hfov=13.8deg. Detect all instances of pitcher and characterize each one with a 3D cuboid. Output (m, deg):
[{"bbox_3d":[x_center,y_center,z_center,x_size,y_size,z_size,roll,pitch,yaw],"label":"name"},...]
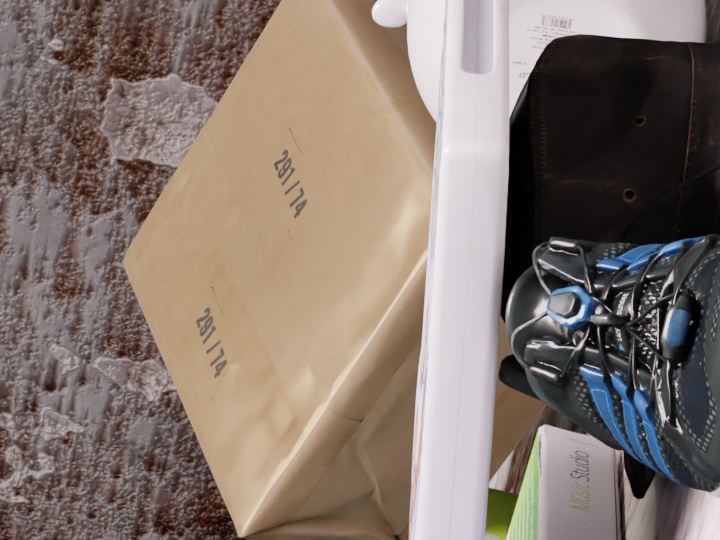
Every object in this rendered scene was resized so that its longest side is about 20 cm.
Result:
[{"bbox_3d":[0.058,-0.114,1.246,0.200,0.171,0.122,-77,-12,-67],"label":"pitcher"}]

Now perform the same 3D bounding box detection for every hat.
[{"bbox_3d":[0.087,-0.027,1.031,0.201,0.081,0.201,-166,90,-90],"label":"hat"}]

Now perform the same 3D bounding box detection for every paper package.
[{"bbox_3d":[0.000,0.000,1.313,0.191,0.103,0.200,-56,39,23],"label":"paper package"}]

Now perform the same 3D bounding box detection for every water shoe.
[{"bbox_3d":[0.079,0.025,0.847,0.200,0.079,0.072,114,170,-82],"label":"water shoe"}]

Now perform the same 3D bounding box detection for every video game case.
[{"bbox_3d":[0.032,0.005,0.978,0.182,0.024,0.201,-86,-1,-59],"label":"video game case"}]

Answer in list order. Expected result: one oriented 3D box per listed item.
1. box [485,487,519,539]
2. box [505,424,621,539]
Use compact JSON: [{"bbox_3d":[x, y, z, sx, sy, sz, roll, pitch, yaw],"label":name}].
[{"bbox_3d":[0.044,0.189,1.323,0.122,0.048,0.201,-81,4,-71],"label":"box"},{"bbox_3d":[0.058,0.178,1.136,0.144,0.036,0.201,-80,3,-68],"label":"box"}]
